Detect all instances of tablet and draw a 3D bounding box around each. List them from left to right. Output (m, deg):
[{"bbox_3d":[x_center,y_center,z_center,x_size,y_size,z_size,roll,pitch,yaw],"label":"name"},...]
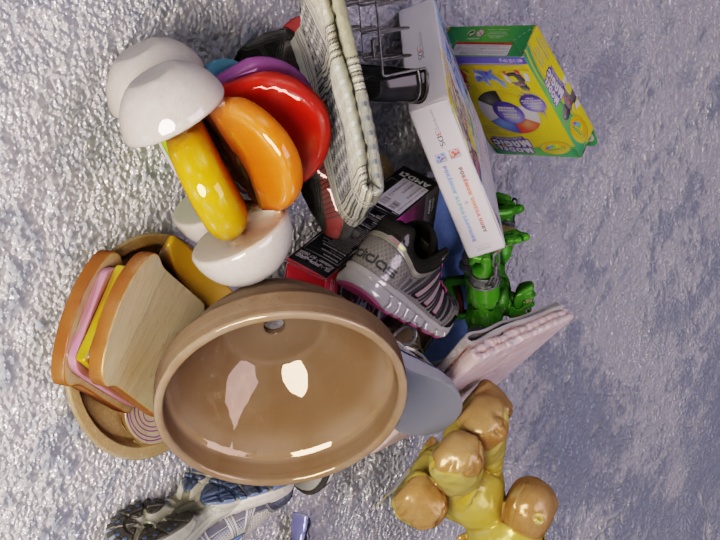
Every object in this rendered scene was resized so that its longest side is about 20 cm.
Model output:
[{"bbox_3d":[0.085,0.001,1.445,0.129,0.014,0.203,-12,104,-52],"label":"tablet"}]

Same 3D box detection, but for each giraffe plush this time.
[{"bbox_3d":[0.126,0.237,1.337,0.162,0.200,0.173,40,46,3],"label":"giraffe plush"}]

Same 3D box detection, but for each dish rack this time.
[{"bbox_3d":[-0.008,-0.249,1.176,0.054,0.153,0.203,-15,108,-31],"label":"dish rack"}]

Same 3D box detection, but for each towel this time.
[{"bbox_3d":[-0.023,-0.141,1.037,0.193,0.034,0.203,139,-61,-84],"label":"towel"},{"bbox_3d":[0.110,0.109,1.383,0.199,0.191,0.032,-16,66,-50],"label":"towel"}]

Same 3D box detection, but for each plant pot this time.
[{"bbox_3d":[-0.066,0.073,1.050,0.201,0.199,0.093,54,17,-42],"label":"plant pot"}]

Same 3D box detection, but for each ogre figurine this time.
[{"bbox_3d":[0.140,-0.002,1.428,0.096,0.200,0.122,-1,112,-8],"label":"ogre figurine"}]

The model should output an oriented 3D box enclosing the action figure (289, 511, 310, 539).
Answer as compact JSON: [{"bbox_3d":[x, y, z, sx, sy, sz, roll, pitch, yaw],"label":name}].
[{"bbox_3d":[-0.022,0.334,1.281,0.193,0.103,0.203,-9,104,-62],"label":"action figure"}]

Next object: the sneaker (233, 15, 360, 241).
[{"bbox_3d":[-0.057,-0.118,1.160,0.097,0.071,0.203,-15,88,-21],"label":"sneaker"}]

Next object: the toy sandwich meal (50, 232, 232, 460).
[{"bbox_3d":[-0.162,0.060,1.075,0.204,0.069,0.209,-11,104,-52],"label":"toy sandwich meal"}]

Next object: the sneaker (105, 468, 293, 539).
[{"bbox_3d":[-0.137,0.226,1.145,0.198,0.076,0.087,-18,120,-43],"label":"sneaker"}]

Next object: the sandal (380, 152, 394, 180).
[{"bbox_3d":[-0.010,-0.113,1.253,0.211,0.069,0.079,30,72,-51],"label":"sandal"}]

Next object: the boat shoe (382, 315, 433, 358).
[{"bbox_3d":[0.030,0.093,1.328,0.200,0.073,0.077,-42,125,-39],"label":"boat shoe"}]

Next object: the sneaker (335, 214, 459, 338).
[{"bbox_3d":[0.052,0.002,1.224,0.088,0.073,0.199,-59,151,3],"label":"sneaker"}]

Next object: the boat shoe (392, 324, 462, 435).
[{"bbox_3d":[0.021,0.085,1.229,0.201,0.074,0.087,32,25,-46],"label":"boat shoe"}]

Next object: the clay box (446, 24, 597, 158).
[{"bbox_3d":[0.176,-0.186,1.456,0.200,0.114,0.048,50,58,-43],"label":"clay box"}]

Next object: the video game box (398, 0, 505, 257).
[{"bbox_3d":[0.090,-0.144,1.325,0.201,0.046,0.184,-92,163,-52],"label":"video game box"}]

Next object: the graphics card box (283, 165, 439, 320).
[{"bbox_3d":[0.000,0.000,1.269,0.200,0.050,0.127,-41,147,-44],"label":"graphics card box"}]

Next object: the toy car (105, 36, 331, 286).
[{"bbox_3d":[-0.098,-0.103,1.027,0.149,0.200,0.176,-30,117,-5],"label":"toy car"}]

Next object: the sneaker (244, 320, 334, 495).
[{"bbox_3d":[-0.073,0.133,1.192,0.080,0.073,0.202,-50,141,-36],"label":"sneaker"}]
